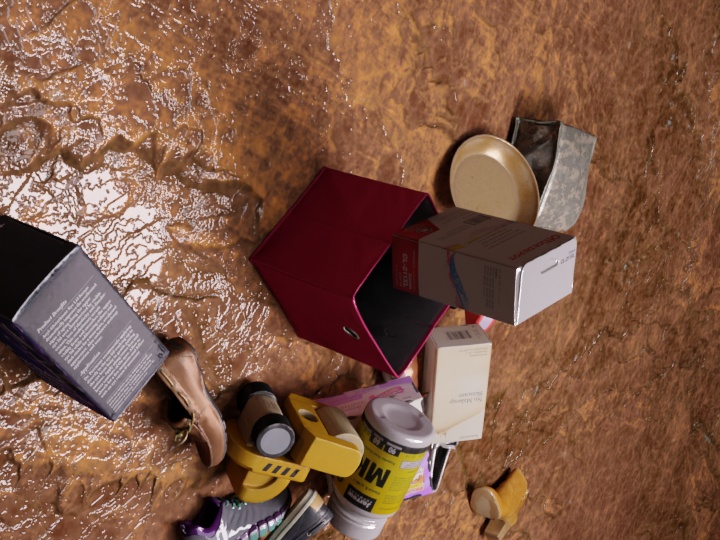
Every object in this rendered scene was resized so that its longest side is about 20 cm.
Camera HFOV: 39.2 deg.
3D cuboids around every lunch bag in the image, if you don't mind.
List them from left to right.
[{"bbox_3d":[0.348,-0.173,1.894,0.164,0.117,0.201,5,96,-53],"label":"lunch bag"}]

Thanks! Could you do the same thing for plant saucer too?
[{"bbox_3d":[0.226,-0.136,1.764,0.199,0.035,0.201,9,73,-31],"label":"plant saucer"}]

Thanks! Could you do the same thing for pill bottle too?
[{"bbox_3d":[0.025,0.305,1.548,0.114,0.114,0.201,-3,122,-51],"label":"pill bottle"}]

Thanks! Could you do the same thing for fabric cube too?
[{"bbox_3d":[0.000,0.000,1.461,0.200,0.199,0.197,-53,140,-23],"label":"fabric cube"}]

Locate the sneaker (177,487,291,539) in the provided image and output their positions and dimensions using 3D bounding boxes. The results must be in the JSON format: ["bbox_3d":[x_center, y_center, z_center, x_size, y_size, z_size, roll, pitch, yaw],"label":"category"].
[{"bbox_3d":[-0.180,0.355,1.489,0.200,0.074,0.088,-34,118,-43],"label":"sneaker"}]

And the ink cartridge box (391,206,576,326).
[{"bbox_3d":[0.162,-0.010,1.332,0.145,0.199,0.083,-23,121,-44],"label":"ink cartridge box"}]

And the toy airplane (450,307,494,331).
[{"bbox_3d":[0.243,-0.008,1.807,0.200,0.141,0.200,-31,108,-24],"label":"toy airplane"}]

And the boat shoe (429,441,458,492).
[{"bbox_3d":[0.152,0.315,1.888,0.073,0.065,0.201,15,92,-52],"label":"boat shoe"}]

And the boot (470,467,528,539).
[{"bbox_3d":[0.300,0.472,2.148,0.144,0.071,0.202,-53,142,-33],"label":"boot"}]

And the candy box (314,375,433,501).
[{"bbox_3d":[0.022,0.288,1.647,0.167,0.072,0.201,-13,120,-9],"label":"candy box"}]

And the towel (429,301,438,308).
[{"bbox_3d":[0.101,0.019,1.613,0.024,0.200,0.147,42,67,-19],"label":"towel"}]

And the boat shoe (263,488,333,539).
[{"bbox_3d":[-0.115,0.423,1.548,0.200,0.062,0.075,-51,-177,13],"label":"boat shoe"}]

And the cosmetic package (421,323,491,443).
[{"bbox_3d":[0.166,0.200,1.787,0.103,0.073,0.201,-5,117,-12],"label":"cosmetic package"}]

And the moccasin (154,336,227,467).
[{"bbox_3d":[-0.233,0.186,1.350,0.078,0.074,0.202,-34,133,-27],"label":"moccasin"}]

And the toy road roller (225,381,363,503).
[{"bbox_3d":[-0.111,0.264,1.474,0.199,0.123,0.146,20,106,-29],"label":"toy road roller"}]

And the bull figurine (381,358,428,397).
[{"bbox_3d":[0.066,0.189,1.721,0.121,0.065,0.201,-50,137,-55],"label":"bull figurine"}]

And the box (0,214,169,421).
[{"bbox_3d":[-0.331,0.052,1.111,0.104,0.148,0.200,-53,138,-22],"label":"box"}]
